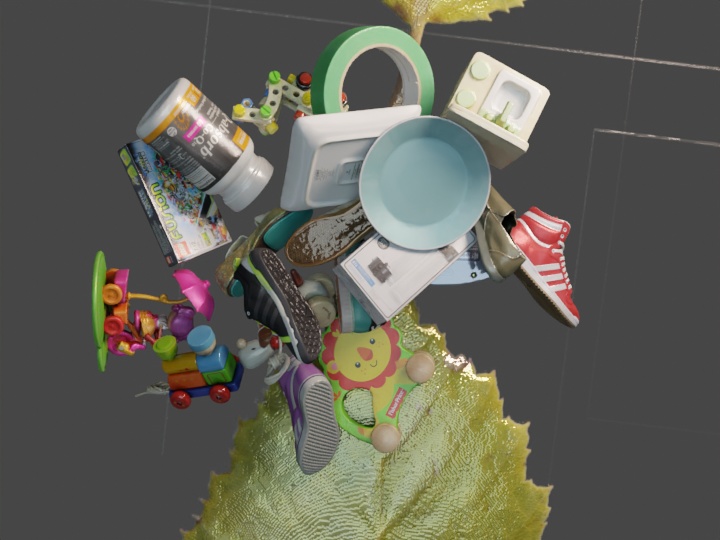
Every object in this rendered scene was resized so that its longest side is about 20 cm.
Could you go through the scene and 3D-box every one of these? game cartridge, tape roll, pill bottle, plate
[{"bbox_3d":[0.125,-0.043,1.569,0.198,0.041,0.135,2,90,0],"label":"game cartridge"},{"bbox_3d":[0.020,-0.273,1.502,0.199,0.048,0.203,-7,104,-30],"label":"tape roll"},{"bbox_3d":[-0.237,-0.190,1.502,0.200,0.116,0.117,41,93,-22],"label":"pill bottle"},{"bbox_3d":[-0.014,-0.159,1.466,0.198,0.200,0.033,-9,56,-19],"label":"plate"},{"bbox_3d":[0.094,-0.130,1.443,0.198,0.026,0.202,-2,106,-6],"label":"plate"}]

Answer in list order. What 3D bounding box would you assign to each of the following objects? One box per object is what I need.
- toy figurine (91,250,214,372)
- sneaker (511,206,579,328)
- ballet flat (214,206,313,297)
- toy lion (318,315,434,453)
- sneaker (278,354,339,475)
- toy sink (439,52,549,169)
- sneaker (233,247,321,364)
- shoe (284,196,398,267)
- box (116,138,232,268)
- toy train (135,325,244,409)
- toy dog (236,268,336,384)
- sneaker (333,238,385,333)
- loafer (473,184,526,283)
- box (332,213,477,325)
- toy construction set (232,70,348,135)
[{"bbox_3d":[-0.323,0.069,1.543,0.182,0.150,0.202,1,115,-9],"label":"toy figurine"},{"bbox_3d":[0.309,-0.009,1.552,0.112,0.071,0.200,-45,106,-11],"label":"sneaker"},{"bbox_3d":[-0.161,-0.048,1.560,0.071,0.071,0.200,41,91,-2],"label":"ballet flat"},{"bbox_3d":[0.012,0.165,1.573,0.190,0.069,0.202,26,93,6],"label":"toy lion"},{"bbox_3d":[-0.089,0.226,1.574,0.072,0.114,0.202,-14,124,-28],"label":"sneaker"},{"bbox_3d":[0.199,-0.243,1.471,0.129,0.200,0.113,27,87,-1],"label":"toy sink"},{"bbox_3d":[-0.130,0.061,1.476,0.083,0.072,0.201,-35,74,25],"label":"sneaker"},{"bbox_3d":[-0.025,-0.065,1.498,0.199,0.053,0.070,-29,88,4],"label":"shoe"},{"bbox_3d":[-0.292,-0.116,1.536,0.110,0.035,0.202,-27,94,-40],"label":"box"},{"bbox_3d":[-0.295,0.152,1.534,0.198,0.085,0.116,-10,128,17],"label":"toy train"},{"bbox_3d":[-0.126,0.071,1.541,0.200,0.132,0.096,-46,115,-7],"label":"toy dog"},{"bbox_3d":[0.000,0.000,1.546,0.079,0.071,0.202,-2,78,-8],"label":"sneaker"},{"bbox_3d":[0.207,-0.082,1.490,0.069,0.075,0.202,-23,69,21],"label":"loafer"},{"bbox_3d":[0.069,-0.025,1.494,0.200,0.060,0.117,-40,91,-16],"label":"box"},{"bbox_3d":[-0.092,-0.235,1.530,0.199,0.092,0.132,35,68,-9],"label":"toy construction set"}]
